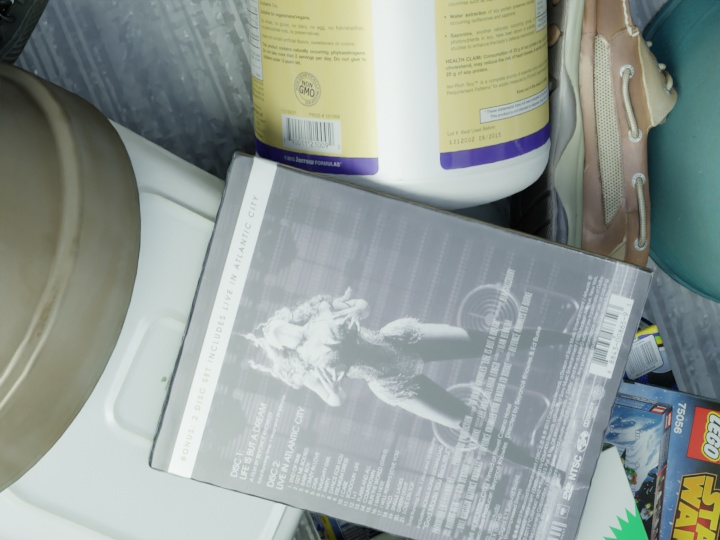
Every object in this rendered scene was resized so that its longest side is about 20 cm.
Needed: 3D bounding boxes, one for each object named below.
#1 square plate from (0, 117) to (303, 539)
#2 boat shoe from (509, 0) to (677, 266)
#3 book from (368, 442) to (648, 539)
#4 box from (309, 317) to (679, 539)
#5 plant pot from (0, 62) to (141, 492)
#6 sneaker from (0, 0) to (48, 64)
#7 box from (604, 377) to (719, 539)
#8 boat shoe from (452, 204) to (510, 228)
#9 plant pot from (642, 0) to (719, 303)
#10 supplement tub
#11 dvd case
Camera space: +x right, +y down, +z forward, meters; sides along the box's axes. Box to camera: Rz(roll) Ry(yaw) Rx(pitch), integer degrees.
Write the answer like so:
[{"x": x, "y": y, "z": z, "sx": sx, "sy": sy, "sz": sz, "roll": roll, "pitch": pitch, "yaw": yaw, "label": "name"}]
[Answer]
[{"x": -0.089, "y": 0.054, "z": 1.019, "sx": 0.197, "sy": 0.028, "sz": 0.201, "roll": 26, "pitch": 84, "yaw": -28, "label": "square plate"}, {"x": 0.120, "y": -0.089, "z": 1.116, "sx": 0.071, "sy": 0.076, "sz": 0.202, "roll": 3, "pitch": 94, "yaw": -15, "label": "boat shoe"}, {"x": 0.052, "y": 0.182, "z": 1.048, "sx": 0.199, "sy": 0.048, "sz": 0.134, "roll": -23, "pitch": 97, "yaw": -18, "label": "book"}, {"x": 0.067, "y": 0.088, "z": 1.157, "sx": 0.199, "sy": 0.070, "sz": 0.065, "roll": -25, "pitch": 109, "yaw": -9, "label": "box"}, {"x": -0.221, "y": -0.016, "z": 0.918, "sx": 0.173, "sy": 0.200, "sz": 0.201, "roll": 28, "pitch": 95, "yaw": -46, "label": "plant pot"}, {"x": -0.161, "y": -0.151, "z": 1.014, "sx": 0.066, "sy": 0.090, "sz": 0.201, "roll": 29, "pitch": 94, "yaw": -20, "label": "sneaker"}, {"x": 0.111, "y": 0.152, "z": 1.105, "sx": 0.136, "sy": 0.040, "sz": 0.202, "roll": 14, "pitch": 86, "yaw": -15, "label": "box"}, {"x": 0.000, "y": 0.000, "z": 1.122, "sx": 0.199, "sy": 0.071, "sz": 0.064, "roll": 3, "pitch": 136, "yaw": -26, "label": "boat shoe"}, {"x": 0.255, "y": -0.055, "z": 1.114, "sx": 0.198, "sy": 0.188, "sz": 0.202, "roll": -4, "pitch": 105, "yaw": -16, "label": "plant pot"}, {"x": 0.017, "y": -0.138, "z": 1.043, "sx": 0.144, "sy": 0.145, "sz": 0.202, "roll": -7, "pitch": 106, "yaw": -15, "label": "supplement tub"}, {"x": 0.018, "y": 0.044, "z": 1.001, "sx": 0.199, "sy": 0.016, "sz": 0.150, "roll": 15, "pitch": 95, "yaw": -6, "label": "dvd case"}]
